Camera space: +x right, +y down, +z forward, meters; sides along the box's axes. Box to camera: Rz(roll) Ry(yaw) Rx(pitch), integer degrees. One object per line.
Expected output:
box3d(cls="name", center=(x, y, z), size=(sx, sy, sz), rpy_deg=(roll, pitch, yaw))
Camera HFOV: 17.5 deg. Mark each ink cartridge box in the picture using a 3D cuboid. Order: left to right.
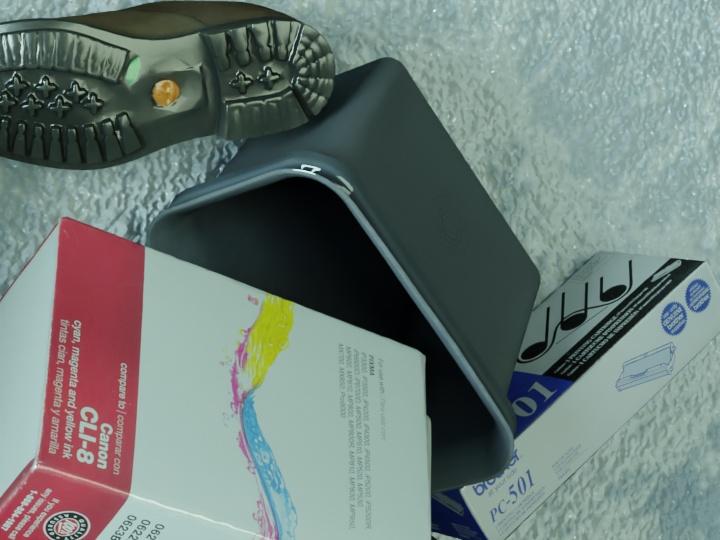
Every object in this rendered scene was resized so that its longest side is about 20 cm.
box3d(cls="ink cartridge box", center=(-0.084, 0.099, 1.079), size=(0.199, 0.145, 0.145), rpy_deg=(20, 44, -23))
box3d(cls="ink cartridge box", center=(0.104, 0.066, 1.276), size=(0.200, 0.094, 0.044), rpy_deg=(-41, 114, -24))

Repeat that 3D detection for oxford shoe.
box3d(cls="oxford shoe", center=(-0.119, -0.095, 1.137), size=(0.199, 0.084, 0.073), rpy_deg=(-2, 110, -15))

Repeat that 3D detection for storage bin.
box3d(cls="storage bin", center=(0.000, 0.000, 1.192), size=(0.200, 0.145, 0.135), rpy_deg=(55, 38, -23))

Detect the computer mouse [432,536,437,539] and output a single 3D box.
box3d(cls="computer mouse", center=(0.046, 0.155, 1.170), size=(0.140, 0.200, 0.046), rpy_deg=(-11, 100, -4))
